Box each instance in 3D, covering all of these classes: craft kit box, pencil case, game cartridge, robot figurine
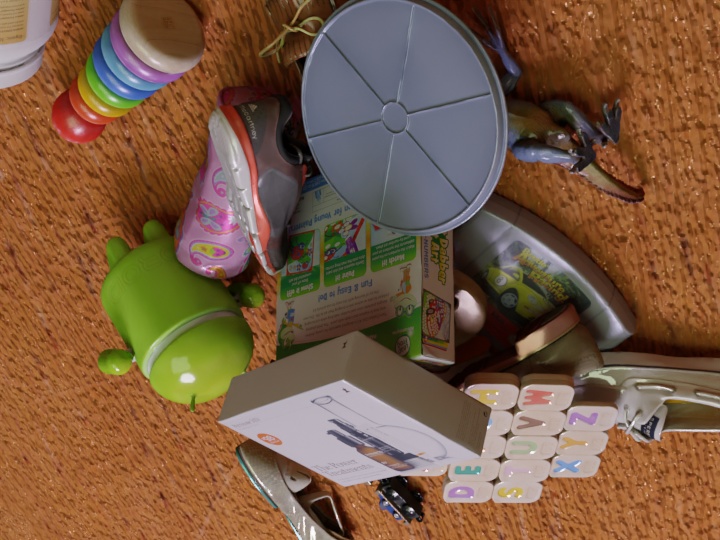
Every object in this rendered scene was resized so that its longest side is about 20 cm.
[{"bbox_3d":[0.000,0.000,1.109,0.048,0.199,0.200,18,157,-38],"label":"craft kit box"},{"bbox_3d":[-0.118,-0.084,1.183,0.087,0.088,0.200,28,130,2],"label":"pencil case"},{"bbox_3d":[0.155,0.018,1.173,0.200,0.041,0.133,39,127,-8],"label":"game cartridge"},{"bbox_3d":[-0.185,0.047,1.253,0.200,0.175,0.116,53,157,24],"label":"robot figurine"}]

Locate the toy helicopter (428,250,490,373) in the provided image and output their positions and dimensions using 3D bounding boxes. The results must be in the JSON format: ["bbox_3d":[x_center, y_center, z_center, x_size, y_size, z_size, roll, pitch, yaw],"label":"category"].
[{"bbox_3d":[0.033,0.061,1.179,0.199,0.079,0.132,-27,122,29],"label":"toy helicopter"}]

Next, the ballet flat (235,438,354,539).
[{"bbox_3d":[-0.072,0.260,1.450,0.062,0.068,0.200,-29,117,7],"label":"ballet flat"}]

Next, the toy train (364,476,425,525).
[{"bbox_3d":[0.000,0.214,1.390,0.046,0.034,0.200,-29,109,41],"label":"toy train"}]

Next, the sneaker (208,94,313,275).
[{"bbox_3d":[-0.073,-0.073,1.090,0.077,0.082,0.200,58,166,33],"label":"sneaker"}]

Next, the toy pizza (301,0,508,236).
[{"bbox_3d":[0.036,-0.127,1.007,0.199,0.032,0.201,15,117,33],"label":"toy pizza"}]

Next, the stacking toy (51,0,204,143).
[{"bbox_3d":[-0.232,-0.179,1.165,0.085,0.085,0.200,46,133,-14],"label":"stacking toy"}]

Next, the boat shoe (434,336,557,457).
[{"bbox_3d":[0.123,0.113,1.237,0.199,0.072,0.069,32,173,6],"label":"boat shoe"}]

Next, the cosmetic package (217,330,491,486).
[{"bbox_3d":[-0.009,0.126,1.079,0.150,0.052,0.200,33,148,-24],"label":"cosmetic package"}]

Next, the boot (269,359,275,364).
[{"bbox_3d":[0.000,0.153,1.268,0.199,0.065,0.187,10,159,6],"label":"boot"}]

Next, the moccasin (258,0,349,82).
[{"bbox_3d":[-0.041,-0.197,1.064,0.073,0.078,0.202,-8,121,28],"label":"moccasin"}]

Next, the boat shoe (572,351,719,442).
[{"bbox_3d":[0.268,0.124,1.159,0.199,0.070,0.071,2,140,10],"label":"boat shoe"}]

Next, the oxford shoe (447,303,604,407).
[{"bbox_3d":[0.132,0.113,1.152,0.200,0.071,0.074,-36,92,23],"label":"oxford shoe"}]

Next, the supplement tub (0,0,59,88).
[{"bbox_3d":[-0.334,-0.275,1.089,0.144,0.145,0.201,23,131,6],"label":"supplement tub"}]

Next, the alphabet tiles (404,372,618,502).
[{"bbox_3d":[0.135,0.161,1.160,0.194,0.015,0.201,2,139,-3],"label":"alphabet tiles"}]

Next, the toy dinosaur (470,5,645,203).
[{"bbox_3d":[0.120,-0.114,1.057,0.181,0.105,0.200,10,142,40],"label":"toy dinosaur"}]
